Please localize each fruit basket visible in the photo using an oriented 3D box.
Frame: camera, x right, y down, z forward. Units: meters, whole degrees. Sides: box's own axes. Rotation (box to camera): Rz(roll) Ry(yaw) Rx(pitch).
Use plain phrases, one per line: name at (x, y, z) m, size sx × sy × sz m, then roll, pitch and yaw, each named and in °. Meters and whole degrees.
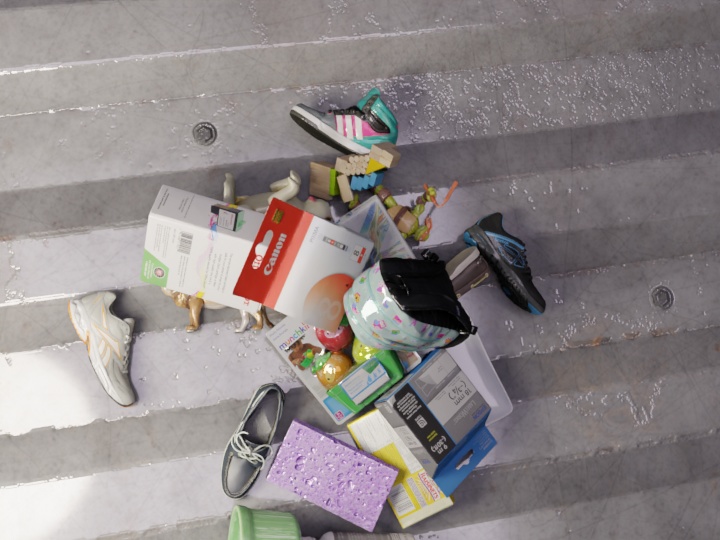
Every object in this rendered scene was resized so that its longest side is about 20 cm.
fruit basket at (-0.028, 0.129, 1.476) m, size 0.185 × 0.094 × 0.201 m, roll -38°, pitch 99°, yaw 7°

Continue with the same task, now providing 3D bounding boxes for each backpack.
backpack at (0.072, 0.055, 1.407) m, size 0.127 × 0.199 × 0.168 m, roll -44°, pitch 60°, yaw 26°

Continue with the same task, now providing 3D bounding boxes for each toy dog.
toy dog at (-0.135, -0.072, 1.501) m, size 0.198 × 0.140 × 0.196 m, roll 4°, pitch 94°, yaw -7°

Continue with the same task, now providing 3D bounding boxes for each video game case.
video game case at (0.000, 0.000, 1.493) m, size 0.181 × 0.022 × 0.201 m, roll -33°, pitch 121°, yaw 2°

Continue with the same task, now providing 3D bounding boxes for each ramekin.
ramekin at (-0.152, 0.471, 1.391) m, size 0.097 × 0.200 × 0.202 m, roll 4°, pitch 81°, yaw -14°

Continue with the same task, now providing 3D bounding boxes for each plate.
plate at (0.138, 0.198, 1.550) m, size 0.198 × 0.032 × 0.201 m, roll -25°, pitch 86°, yaw -11°

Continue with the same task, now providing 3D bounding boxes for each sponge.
sponge at (-0.045, 0.341, 1.487) m, size 0.199 × 0.030 × 0.112 m, roll 26°, pitch 92°, yaw 1°

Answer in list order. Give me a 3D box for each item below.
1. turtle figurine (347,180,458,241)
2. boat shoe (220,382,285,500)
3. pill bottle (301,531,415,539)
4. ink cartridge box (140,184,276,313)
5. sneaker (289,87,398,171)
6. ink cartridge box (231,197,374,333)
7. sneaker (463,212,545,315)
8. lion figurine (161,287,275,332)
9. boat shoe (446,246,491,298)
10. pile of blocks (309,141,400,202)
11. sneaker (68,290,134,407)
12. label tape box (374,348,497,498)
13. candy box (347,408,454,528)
turtle figurine at (0.069, -0.103, 1.566) m, size 0.161 × 0.064 × 0.201 m, roll 35°, pitch 95°, yaw 8°
boat shoe at (-0.177, 0.284, 1.479) m, size 0.074 × 0.062 × 0.201 m, roll 27°, pitch 80°, yaw -5°
pill bottle at (-0.011, 0.483, 1.445) m, size 0.198 × 0.114 × 0.115 m, roll 4°, pitch 81°, yaw -9°
ink cartridge box at (-0.236, -0.032, 1.414) m, size 0.198 × 0.146 × 0.084 m, roll 16°, pitch 41°, yaw -5°
sneaker at (-0.015, -0.273, 1.570) m, size 0.199 × 0.084 × 0.122 m, roll 27°, pitch 84°, yaw -11°
ink cartridge box at (-0.083, -0.005, 1.369) m, size 0.199 × 0.050 × 0.164 m, roll 22°, pitch 92°, yaw -48°
sneaker at (0.272, -0.012, 1.579) m, size 0.082 × 0.073 × 0.201 m, roll -37°, pitch 89°, yaw -13°
lion figurine at (-0.239, 0.041, 1.501) m, size 0.198 × 0.072 × 0.124 m, roll 2°, pitch 80°, yaw -10°
boat shoe at (0.141, 0.043, 1.555) m, size 0.200 × 0.072 × 0.060 m, roll -41°, pitch 104°, yaw -5°
pile of blocks at (0.000, -0.167, 1.530) m, size 0.062 × 0.199 × 0.083 m, roll -21°, pitch 98°, yaw -49°
sneaker at (-0.404, 0.124, 1.467) m, size 0.091 × 0.076 × 0.202 m, roll -24°, pitch 87°, yaw -15°
label tape box at (0.140, 0.250, 1.474) m, size 0.144 × 0.063 × 0.201 m, roll -40°, pitch 93°, yaw -27°
candy box at (0.068, 0.324, 1.507) m, size 0.102 × 0.026 × 0.201 m, roll -29°, pitch 87°, yaw 14°
